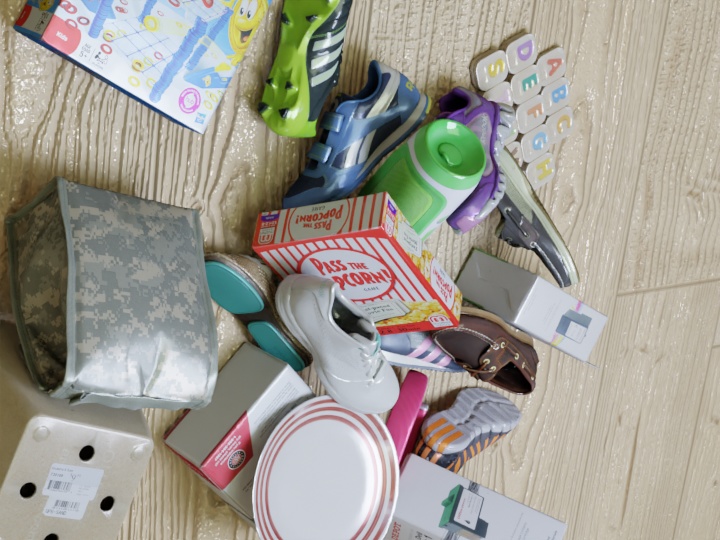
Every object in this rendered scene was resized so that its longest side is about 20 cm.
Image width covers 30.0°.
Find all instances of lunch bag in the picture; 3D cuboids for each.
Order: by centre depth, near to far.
[{"bbox_3d":[-0.225,0.036,1.227,0.164,0.118,0.200,12,57,-42],"label":"lunch bag"}]

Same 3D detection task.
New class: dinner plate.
[{"bbox_3d":[-0.039,0.233,1.445,0.200,0.024,0.201,1,89,-39],"label":"dinner plate"}]

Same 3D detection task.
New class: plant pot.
[{"bbox_3d":[-0.307,0.173,1.226,0.200,0.177,0.200,21,94,-43],"label":"plant pot"}]

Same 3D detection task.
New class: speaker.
[{"bbox_3d":[0.052,-0.076,1.423,0.088,0.089,0.200,-14,159,-36],"label":"speaker"}]

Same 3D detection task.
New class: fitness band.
[{"bbox_3d":[0.040,0.214,1.577,0.144,0.037,0.200,-31,140,-80],"label":"fitness band"}]

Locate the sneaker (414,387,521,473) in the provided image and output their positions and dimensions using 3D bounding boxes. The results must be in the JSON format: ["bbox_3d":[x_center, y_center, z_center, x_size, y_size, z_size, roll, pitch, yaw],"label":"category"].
[{"bbox_3d":[0.119,0.220,1.688,0.200,0.078,0.112,-14,137,-49],"label":"sneaker"}]

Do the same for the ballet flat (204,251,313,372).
[{"bbox_3d":[-0.108,0.029,1.427,0.200,0.070,0.065,56,42,-42],"label":"ballet flat"}]

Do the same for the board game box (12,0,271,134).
[{"bbox_3d":[-0.185,-0.258,1.239,0.200,0.056,0.196,28,88,-43],"label":"board game box"}]

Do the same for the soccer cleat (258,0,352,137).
[{"bbox_3d":[-0.046,-0.232,1.371,0.081,0.067,0.200,9,103,-60],"label":"soccer cleat"}]

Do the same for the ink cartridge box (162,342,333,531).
[{"bbox_3d":[-0.098,0.200,1.478,0.144,0.084,0.200,-49,131,-15],"label":"ink cartridge box"}]

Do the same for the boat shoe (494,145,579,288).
[{"bbox_3d":[0.186,-0.060,1.582,0.066,0.072,0.201,-32,95,3],"label":"boat shoe"}]

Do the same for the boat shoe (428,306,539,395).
[{"bbox_3d":[0.150,0.096,1.572,0.200,0.070,0.070,23,57,-46],"label":"boat shoe"}]

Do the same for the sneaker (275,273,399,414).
[{"bbox_3d":[-0.005,0.082,1.404,0.200,0.088,0.075,51,52,-33],"label":"sneaker"}]

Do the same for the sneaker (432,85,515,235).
[{"bbox_3d":[0.111,-0.128,1.485,0.088,0.080,0.200,35,45,-25],"label":"sneaker"}]

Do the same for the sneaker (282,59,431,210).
[{"bbox_3d":[-0.019,-0.138,1.420,0.200,0.074,0.082,-47,114,-8],"label":"sneaker"}]

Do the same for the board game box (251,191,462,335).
[{"bbox_3d":[0.000,0.000,1.423,0.200,0.151,0.046,50,41,-47],"label":"board game box"}]

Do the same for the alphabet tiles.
[{"bbox_3d":[0.185,-0.179,1.614,0.195,0.015,0.200,-32,125,-27],"label":"alphabet tiles"}]

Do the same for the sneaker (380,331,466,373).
[{"bbox_3d":[0.081,0.072,1.589,0.200,0.070,0.082,9,103,-44],"label":"sneaker"}]

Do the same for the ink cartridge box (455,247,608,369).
[{"bbox_3d":[0.223,0.050,1.667,0.200,0.117,0.067,28,89,-43],"label":"ink cartridge box"}]

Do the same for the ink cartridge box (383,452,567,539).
[{"bbox_3d":[0.124,0.311,1.561,0.146,0.200,0.084,94,21,-59],"label":"ink cartridge box"}]
